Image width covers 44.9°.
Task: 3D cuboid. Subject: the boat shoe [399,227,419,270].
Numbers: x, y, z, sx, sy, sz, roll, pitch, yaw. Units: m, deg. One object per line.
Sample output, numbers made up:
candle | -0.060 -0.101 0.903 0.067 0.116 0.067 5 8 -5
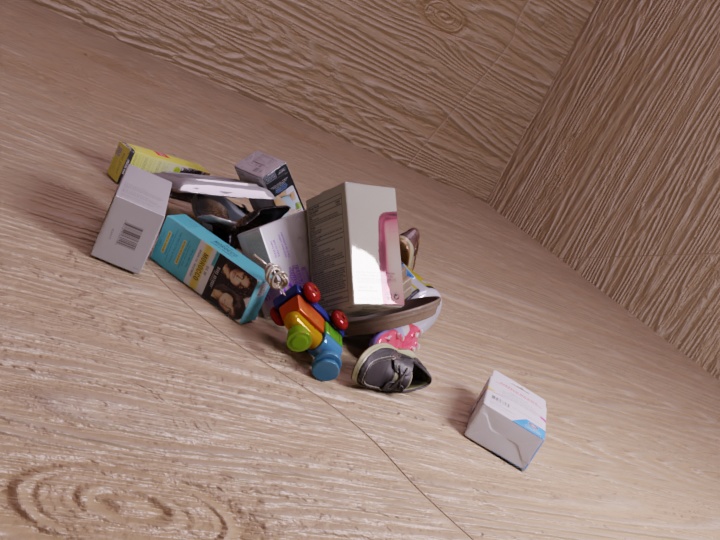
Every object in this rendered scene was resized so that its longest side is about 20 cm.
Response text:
boat shoe | 0.089 -0.017 1.854 0.072 0.201 0.072 32 56 18

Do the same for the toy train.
toy train | -0.099 0.074 1.314 0.200 0.084 0.116 46 19 -30

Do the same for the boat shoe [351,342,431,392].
boat shoe | 0.057 0.162 1.406 0.064 0.074 0.199 30 13 29

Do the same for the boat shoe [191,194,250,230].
boat shoe | -0.241 -0.095 1.717 0.198 0.074 0.068 25 5 13

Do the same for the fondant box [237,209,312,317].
fondant box | -0.106 -0.022 1.486 0.058 0.146 0.199 -13 8 38

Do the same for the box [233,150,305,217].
box | -0.164 -0.127 1.721 0.116 0.060 0.202 26 -36 49

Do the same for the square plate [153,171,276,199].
square plate | -0.286 -0.161 1.634 0.196 0.029 0.199 1 10 -34

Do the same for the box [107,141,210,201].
box | -0.403 -0.196 1.753 0.199 0.076 0.050 11 21 -47

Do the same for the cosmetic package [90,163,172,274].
cosmetic package | -0.361 -0.086 1.392 0.084 0.108 0.200 23 14 -17

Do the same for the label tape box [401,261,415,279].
label tape box | -0.001 0.013 1.666 0.200 0.142 0.067 45 -22 43

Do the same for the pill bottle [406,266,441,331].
pill bottle | 0.062 0.038 1.757 0.111 0.113 0.200 11 23 -49

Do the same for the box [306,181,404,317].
box | -0.011 -0.031 1.443 0.108 0.203 0.127 3 -12 -35

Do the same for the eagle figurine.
eagle figurine | -0.223 -0.073 1.526 0.151 0.150 0.201 40 41 -23

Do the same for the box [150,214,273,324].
box | -0.239 -0.004 1.394 0.199 0.083 0.049 33 19 19

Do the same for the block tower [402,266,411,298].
block tower | 0.000 0.000 1.583 0.199 0.055 0.058 22 39 34

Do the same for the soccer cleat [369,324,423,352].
soccer cleat | 0.048 0.126 1.555 0.076 0.068 0.200 13 9 23

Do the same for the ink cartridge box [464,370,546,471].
ink cartridge box | 0.251 0.249 1.482 0.114 0.068 0.200 31 15 7

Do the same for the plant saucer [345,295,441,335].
plant saucer | 0.049 0.081 1.543 0.197 0.030 0.200 -13 2 0
